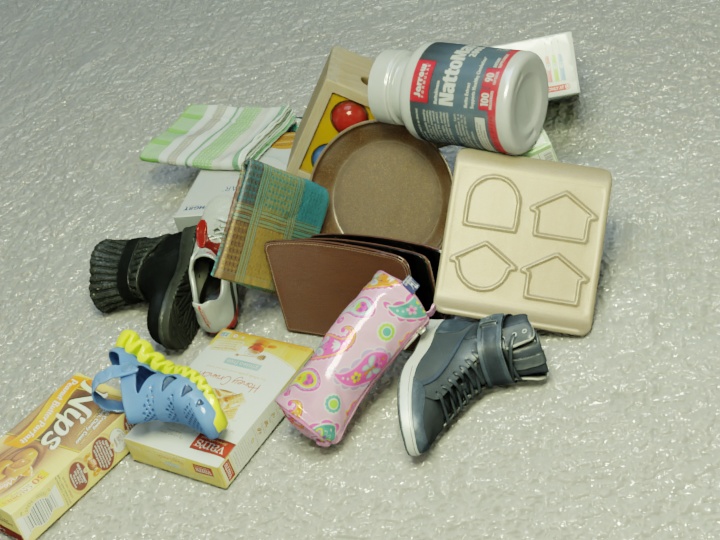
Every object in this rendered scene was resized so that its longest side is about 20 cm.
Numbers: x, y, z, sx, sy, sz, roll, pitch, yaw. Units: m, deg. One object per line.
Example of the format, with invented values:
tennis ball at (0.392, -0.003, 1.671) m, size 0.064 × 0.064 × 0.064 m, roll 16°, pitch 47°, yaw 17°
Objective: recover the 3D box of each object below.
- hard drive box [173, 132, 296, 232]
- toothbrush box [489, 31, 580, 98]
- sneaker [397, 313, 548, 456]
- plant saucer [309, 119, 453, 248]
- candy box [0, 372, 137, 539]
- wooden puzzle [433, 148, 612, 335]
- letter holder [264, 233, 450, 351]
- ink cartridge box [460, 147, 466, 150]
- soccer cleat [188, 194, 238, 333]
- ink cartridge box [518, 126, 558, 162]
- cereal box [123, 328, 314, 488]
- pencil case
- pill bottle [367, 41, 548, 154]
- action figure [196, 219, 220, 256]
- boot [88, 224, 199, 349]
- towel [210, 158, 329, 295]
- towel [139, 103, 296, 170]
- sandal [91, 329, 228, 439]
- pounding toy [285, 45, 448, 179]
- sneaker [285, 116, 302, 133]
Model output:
hard drive box at (-0.151, -0.106, 1.806) m, size 0.154 × 0.077 × 0.201 m, roll -4°, pitch 36°, yaw 18°
toothbrush box at (0.232, -0.277, 1.811) m, size 0.144 × 0.087 × 0.200 m, roll -9°, pitch 4°, yaw 10°
sneaker at (0.123, 0.117, 1.383) m, size 0.144 × 0.078 × 0.203 m, roll -4°, pitch 35°, yaw 22°
plant saucer at (0.030, -0.090, 1.644) m, size 0.198 × 0.204 × 0.037 m, roll -2°, pitch 3°, yaw 19°
candy box at (-0.347, 0.209, 1.462) m, size 0.114 × 0.056 × 0.200 m, roll 16°, pitch 45°, yaw 36°
wooden puzzle at (0.188, -0.032, 1.498) m, size 0.183 × 0.046 × 0.203 m, roll 9°, pitch 78°, yaw 6°
letter holder at (0.000, 0.000, 1.538) m, size 0.198 × 0.143 × 0.101 m, roll 7°, pitch 40°, yaw 30°
ink cartridge box at (0.166, -0.095, 1.638) m, size 0.058 × 0.105 × 0.201 m, roll -11°, pitch 35°, yaw 5°
soccer cleat at (-0.183, -0.018, 1.637) m, size 0.068 × 0.085 × 0.202 m, roll -6°, pitch 60°, yaw 14°
ink cartridge box at (0.217, -0.160, 1.648) m, size 0.047 × 0.146 × 0.201 m, roll -24°, pitch 41°, yaw 9°
cereal box at (-0.157, 0.153, 1.479) m, size 0.142 × 0.040 × 0.200 m, roll 9°, pitch 42°, yaw 32°
pencil case at (-0.005, 0.095, 1.405) m, size 0.201 × 0.088 × 0.087 m, roll -51°, pitch 43°, yaw -11°
pill bottle at (0.113, -0.210, 1.544) m, size 0.198 × 0.121 × 0.120 m, roll 11°, pitch 42°, yaw 31°
action figure at (-0.128, -0.047, 1.612) m, size 0.064 × 0.200 × 0.100 m, roll 2°, pitch 75°, yaw 23°
boot at (-0.283, 0.030, 1.666) m, size 0.156 × 0.080 × 0.212 m, roll -9°, pitch 37°, yaw 13°
towel at (-0.106, -0.047, 1.559) m, size 0.021 × 0.149 × 0.199 m, roll 15°, pitch -1°, yaw 28°
towel at (-0.208, -0.198, 1.867) m, size 0.198 × 0.031 × 0.149 m, roll 8°, pitch 40°, yaw 32°
sandal at (-0.225, 0.141, 1.419) m, size 0.199 × 0.080 × 0.087 m, roll 22°, pitch 52°, yaw 40°
pounding toy at (0.025, -0.178, 1.714) m, size 0.198 × 0.185 × 0.143 m, roll 21°, pitch 35°, yaw -8°
sneaker at (-0.038, -0.191, 1.901) m, size 0.198 × 0.079 × 0.091 m, roll 16°, pitch 29°, yaw 34°
